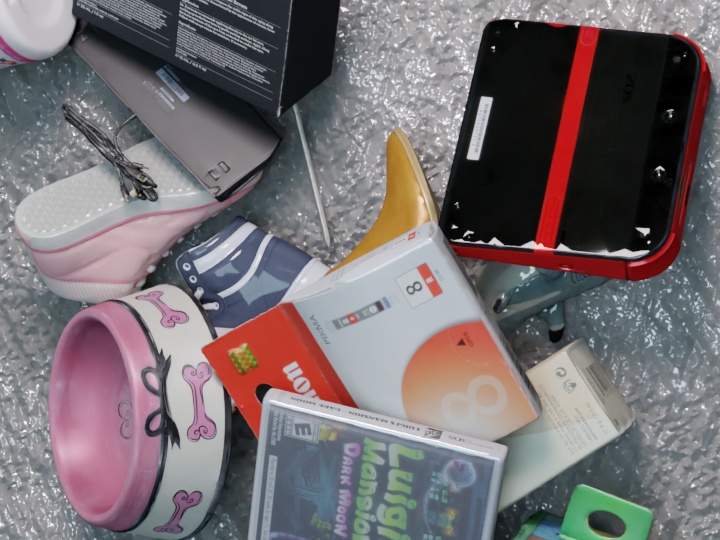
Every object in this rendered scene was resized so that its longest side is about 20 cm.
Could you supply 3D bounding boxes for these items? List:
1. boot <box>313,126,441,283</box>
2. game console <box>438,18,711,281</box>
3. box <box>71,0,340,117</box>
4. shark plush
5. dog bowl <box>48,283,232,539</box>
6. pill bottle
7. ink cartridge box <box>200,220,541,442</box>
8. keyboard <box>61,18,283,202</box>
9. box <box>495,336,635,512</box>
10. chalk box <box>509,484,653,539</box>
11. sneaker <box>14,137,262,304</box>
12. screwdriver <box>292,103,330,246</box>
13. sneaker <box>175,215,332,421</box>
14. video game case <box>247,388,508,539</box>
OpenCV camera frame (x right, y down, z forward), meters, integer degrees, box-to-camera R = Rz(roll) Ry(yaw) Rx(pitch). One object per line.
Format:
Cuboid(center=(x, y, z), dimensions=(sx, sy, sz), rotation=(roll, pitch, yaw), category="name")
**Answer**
Cuboid(center=(0.000, 0.001, 1.728), dimensions=(0.144, 0.071, 0.201), rotation=(-19, 71, 6), category="boot")
Cuboid(center=(0.160, -0.092, 1.685), dimensions=(0.177, 0.031, 0.200), rotation=(6, 66, 17), category="game console")
Cuboid(center=(-0.115, -0.226, 1.711), dimensions=(0.200, 0.079, 0.141), rotation=(28, 137, 21), category="box")
Cuboid(center=(0.132, 0.028, 1.733), dimensions=(0.083, 0.091, 0.200), rotation=(35, 99, -23), category="shark plush")
Cuboid(center=(-0.175, 0.110, 1.749), dimensions=(0.074, 0.200, 0.200), rotation=(-2, 94, -31), category="dog bowl")
Cuboid(center=(-0.332, -0.203, 1.783), dimensions=(0.200, 0.113, 0.114), rotation=(-10, 94, 27), category="pill bottle")
Cuboid(center=(0.006, 0.079, 1.652), dimensions=(0.200, 0.050, 0.162), rotation=(-29, 106, 8), category="ink cartridge box")
Cuboid(center=(-0.164, -0.125, 1.769), dimensions=(0.127, 0.021, 0.200), rotation=(-38, 69, -15), category="keyboard")
Cuboid(center=(0.102, 0.139, 1.736), dimensions=(0.200, 0.095, 0.078), rotation=(-34, 86, 14), category="box")
Cuboid(center=(0.163, 0.260, 1.719), dimensions=(0.124, 0.124, 0.200), rotation=(20, 99, 12), category="chalk box")
Cuboid(center=(-0.168, -0.038, 1.800), dimensions=(0.200, 0.105, 0.075), rotation=(-20, 48, -10), category="sneaker")
Cuboid(center=(-0.045, -0.117, 1.776), dimensions=(0.029, 0.028, 0.200), rotation=(-18, 88, 43), category="screwdriver")
Cuboid(center=(-0.118, 0.051, 1.791), dimensions=(0.108, 0.070, 0.200), rotation=(36, 96, 3), category="sneaker")
Cuboid(center=(0.007, 0.194, 1.686), dimensions=(0.182, 0.023, 0.200), rotation=(13, 120, 10), category="video game case")
